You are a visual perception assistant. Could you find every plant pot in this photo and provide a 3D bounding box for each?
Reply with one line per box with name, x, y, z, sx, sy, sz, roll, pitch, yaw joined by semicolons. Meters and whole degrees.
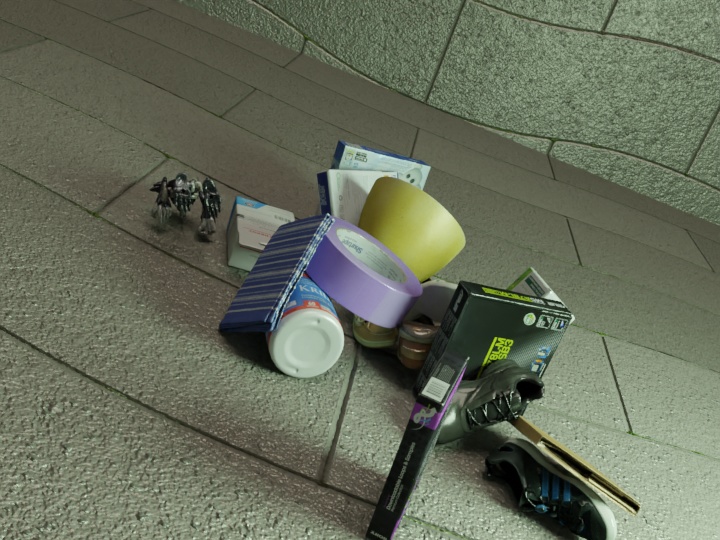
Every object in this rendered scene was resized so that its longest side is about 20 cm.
plant pot;0.067;-0.046;1.598;0.198;0.143;0.201;33;-17;12

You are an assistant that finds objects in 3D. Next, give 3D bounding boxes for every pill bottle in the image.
pill bottle;-0.097;0.060;1.349;0.110;0.114;0.201;12;25;-22

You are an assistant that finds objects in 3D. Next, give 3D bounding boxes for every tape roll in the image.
tape roll;0.000;0.000;1.402;0.199;0.066;0.201;34;16;-11

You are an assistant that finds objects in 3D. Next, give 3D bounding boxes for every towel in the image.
towel;-0.124;0.006;1.321;0.024;0.202;0.144;43;-29;-27

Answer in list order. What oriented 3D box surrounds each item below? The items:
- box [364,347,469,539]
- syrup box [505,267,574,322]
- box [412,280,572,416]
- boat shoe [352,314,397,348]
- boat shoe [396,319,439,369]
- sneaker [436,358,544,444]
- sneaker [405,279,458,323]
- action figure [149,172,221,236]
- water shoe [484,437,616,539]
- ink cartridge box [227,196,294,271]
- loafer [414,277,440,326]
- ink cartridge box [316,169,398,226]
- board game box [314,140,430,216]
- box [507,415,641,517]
box;0.067;0.207;1.061;0.036;0.203;0.143;22;21;11
syrup box;0.235;0.102;1.440;0.081;0.200;0.079;42;11;-31
box;0.200;0.125;1.366;0.190;0.203;0.048;11;25;-27
boat shoe;0.021;0.063;1.490;0.072;0.064;0.201;-4;24;-2
boat shoe;0.091;0.122;1.447;0.074;0.073;0.200;11;0;13
sneaker;0.180;0.188;1.284;0.198;0.077;0.090;-28;23;-27
sneaker;0.132;0.043;1.522;0.088;0.076;0.198;-31;16;-38
action figure;-0.303;-0.116;1.558;0.117;0.104;0.200;6;1;-19
water shoe;0.248;0.308;1.202;0.078;0.073;0.199;-21;39;-32
ink cartridge box;-0.173;-0.048;1.579;0.114;0.069;0.201;15;23;-16
loafer;0.129;0.065;1.611;0.071;0.064;0.200;12;25;-30
ink cartridge box;0.005;-0.087;1.687;0.040;0.204;0.198;-7;-2;42
board game box;0.018;-0.139;1.785;0.197;0.202;0.043;10;19;-28
box;0.288;0.261;1.245;0.162;0.021;0.200;35;0;-2
